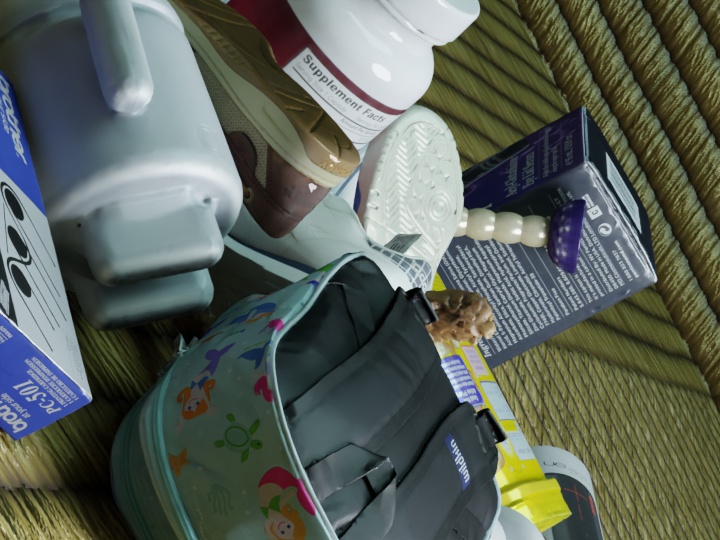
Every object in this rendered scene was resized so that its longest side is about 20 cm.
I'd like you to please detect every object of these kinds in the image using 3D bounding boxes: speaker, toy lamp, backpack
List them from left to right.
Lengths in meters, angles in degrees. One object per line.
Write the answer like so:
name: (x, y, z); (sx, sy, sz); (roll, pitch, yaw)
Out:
backpack: (-0.028, 0.101, 1.355); (0.178, 0.151, 0.200); (62, 17, -10)
toy lamp: (0.049, -0.034, 1.917); (0.058, 0.200, 0.058); (9, 90, -87)
speaker: (0.132, 0.206, 1.969); (0.081, 0.081, 0.200); (56, 13, -25)

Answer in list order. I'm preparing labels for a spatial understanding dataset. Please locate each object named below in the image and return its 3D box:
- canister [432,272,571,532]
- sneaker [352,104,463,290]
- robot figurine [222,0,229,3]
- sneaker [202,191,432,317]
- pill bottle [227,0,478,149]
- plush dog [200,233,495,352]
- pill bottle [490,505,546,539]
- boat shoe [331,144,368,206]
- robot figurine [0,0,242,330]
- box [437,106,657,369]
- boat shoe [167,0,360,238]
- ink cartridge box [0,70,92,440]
canister: (0.047, 0.092, 1.854); (0.200, 0.087, 0.149); (62, 12, 9)
sneaker: (-0.001, 0.000, 1.699); (0.077, 0.111, 0.200); (0, 94, -37)
robot figurine: (-0.055, -0.120, 1.800); (0.150, 0.125, 0.200); (61, 11, -4)
sneaker: (-0.057, -0.020, 1.514); (0.200, 0.080, 0.076); (35, -36, 24)
pill bottle: (-0.034, -0.114, 1.620); (0.113, 0.200, 0.113); (42, 21, -21)
plush dog: (-0.002, 0.090, 1.567); (0.200, 0.160, 0.172); (-99, -177, -55)
pill bottle: (0.083, 0.212, 1.672); (0.200, 0.109, 0.109); (52, 15, -39)
boat shoe: (-0.001, -0.043, 1.801); (0.067, 0.074, 0.200); (45, 30, -1)
robot figurine: (-0.129, -0.069, 1.408); (0.170, 0.113, 0.200); (113, -38, -54)
box: (0.100, -0.011, 2.025); (0.104, 0.200, 0.148); (59, 11, -14)
boat shoe: (-0.078, -0.089, 1.485); (0.072, 0.072, 0.200); (18, 23, -50)
ink cartridge box: (-0.179, -0.030, 1.277); (0.094, 0.044, 0.200); (50, 16, -49)
